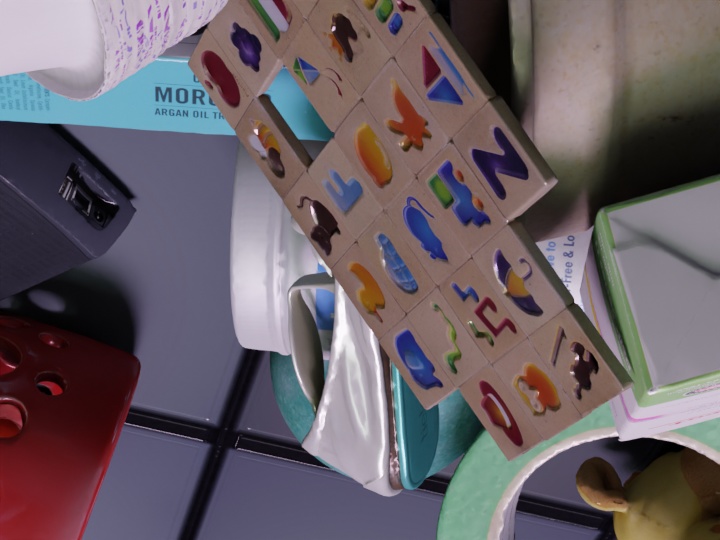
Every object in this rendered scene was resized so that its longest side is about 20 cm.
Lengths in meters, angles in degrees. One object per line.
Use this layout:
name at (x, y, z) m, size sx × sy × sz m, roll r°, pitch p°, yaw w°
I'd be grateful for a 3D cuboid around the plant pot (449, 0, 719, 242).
plant pot at (0.132, -0.106, 0.729) m, size 0.183 × 0.201 × 0.201 m, roll -4°, pitch 143°, yaw -3°

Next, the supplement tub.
supplement tub at (0.048, -0.020, 0.889) m, size 0.199 × 0.132 × 0.132 m, roll 3°, pitch 143°, yaw 5°

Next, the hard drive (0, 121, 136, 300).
hard drive at (-0.223, -0.053, 0.969) m, size 0.135 × 0.042 × 0.200 m, roll -21°, pitch 135°, yaw 33°

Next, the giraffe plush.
giraffe plush at (0.210, 0.158, 1.087) m, size 0.199 × 0.162 × 0.173 m, roll -29°, pitch 134°, yaw -1°

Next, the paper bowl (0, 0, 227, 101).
paper bowl at (-0.142, -0.148, 0.691) m, size 0.201 × 0.104 × 0.201 m, roll 46°, pitch 161°, yaw 21°

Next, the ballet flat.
ballet flat at (0.000, 0.000, 0.802) m, size 0.069 × 0.070 × 0.201 m, roll 5°, pitch 116°, yaw 4°

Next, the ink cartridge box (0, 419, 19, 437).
ink cartridge box at (-0.288, 0.135, 1.227) m, size 0.162 × 0.050 × 0.200 m, roll 26°, pitch 143°, yaw -23°

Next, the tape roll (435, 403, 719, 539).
tape roll at (0.137, 0.138, 0.950) m, size 0.199 × 0.048 × 0.201 m, roll 4°, pitch 106°, yaw 15°

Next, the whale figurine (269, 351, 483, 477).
whale figurine at (0.049, 0.050, 1.003) m, size 0.199 × 0.104 × 0.159 m, roll -9°, pitch 140°, yaw 22°

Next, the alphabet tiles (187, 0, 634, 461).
alphabet tiles at (0.016, -0.028, 0.691) m, size 0.200 × 0.008 × 0.167 m, roll 55°, pitch 154°, yaw 5°

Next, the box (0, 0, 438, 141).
box at (-0.068, -0.103, 0.824) m, size 0.199 × 0.083 × 0.049 m, roll 4°, pitch 146°, yaw -3°

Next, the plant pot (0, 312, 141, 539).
plant pot at (-0.233, 0.108, 1.066) m, size 0.182 × 0.201 × 0.201 m, roll 23°, pitch 142°, yaw -7°

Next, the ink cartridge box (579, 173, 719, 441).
ink cartridge box at (0.144, 0.012, 0.728) m, size 0.117 × 0.068 × 0.200 m, roll -15°, pitch 169°, yaw 1°
